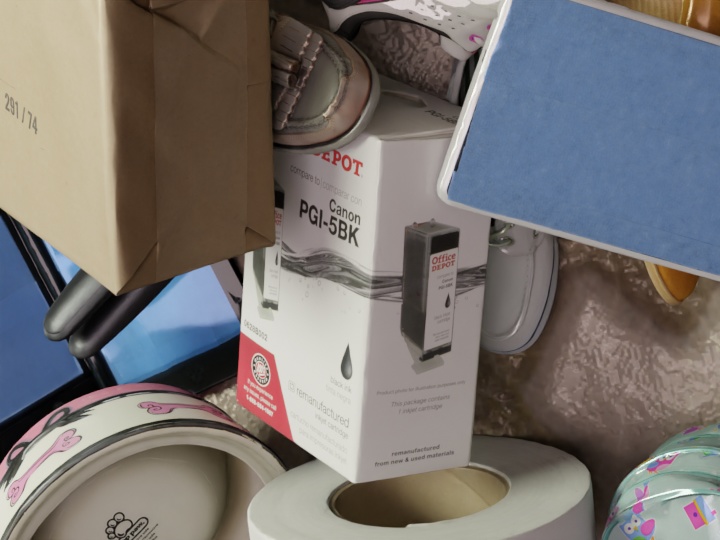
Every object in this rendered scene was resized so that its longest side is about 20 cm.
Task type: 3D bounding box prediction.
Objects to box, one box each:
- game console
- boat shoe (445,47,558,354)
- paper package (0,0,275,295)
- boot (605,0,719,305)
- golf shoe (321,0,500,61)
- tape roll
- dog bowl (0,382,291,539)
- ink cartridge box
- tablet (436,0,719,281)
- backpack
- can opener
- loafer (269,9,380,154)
[{"bbox_3d":[-0.182,0.011,1.412,0.119,0.172,0.201,-20,99,48],"label":"game console"},{"bbox_3d":[0.070,-0.043,1.342,0.073,0.067,0.201,-2,105,18],"label":"boat shoe"},{"bbox_3d":[-0.142,-0.111,1.274,0.200,0.103,0.191,33,132,48],"label":"paper package"},{"bbox_3d":[0.218,-0.085,1.285,0.143,0.071,0.202,-6,99,19],"label":"boot"},{"bbox_3d":[0.075,-0.162,1.278,0.199,0.073,0.092,2,108,10],"label":"golf shoe"},{"bbox_3d":[0.036,0.159,1.338,0.202,0.202,0.071,-1,105,17],"label":"tape roll"},{"bbox_3d":[-0.140,0.156,1.410,0.199,0.074,0.201,-15,128,-20],"label":"dog bowl"},{"bbox_3d":[0.000,0.000,1.329,0.147,0.083,0.201,28,119,54],"label":"ink cartridge box"},{"bbox_3d":[0.152,-0.071,1.248,0.199,0.014,0.131,15,109,-12],"label":"tablet"},{"bbox_3d":[0.225,0.185,1.329,0.166,0.127,0.201,-24,94,25],"label":"backpack"},{"bbox_3d":[-0.114,-0.029,1.389,0.200,0.063,0.079,-55,42,2],"label":"can opener"},{"bbox_3d":[-0.065,-0.117,1.292,0.063,0.200,0.072,27,92,-36],"label":"loafer"}]
